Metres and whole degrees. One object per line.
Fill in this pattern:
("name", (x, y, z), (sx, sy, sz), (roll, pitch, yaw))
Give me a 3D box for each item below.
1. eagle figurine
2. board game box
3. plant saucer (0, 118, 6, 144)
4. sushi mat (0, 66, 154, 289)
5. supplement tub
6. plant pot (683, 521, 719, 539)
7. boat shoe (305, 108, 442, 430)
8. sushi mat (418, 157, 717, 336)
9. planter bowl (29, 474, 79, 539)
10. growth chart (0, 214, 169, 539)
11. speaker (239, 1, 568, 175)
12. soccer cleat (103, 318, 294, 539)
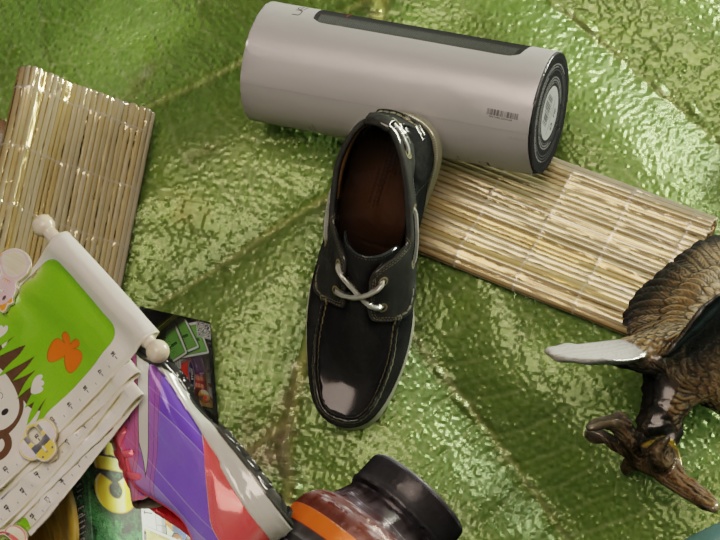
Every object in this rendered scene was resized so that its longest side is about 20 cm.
("eagle figurine", (0.223, 0.042, 1.629), (0.152, 0.151, 0.200), (33, 84, 30))
("board game box", (-0.129, 0.116, 1.652), (0.105, 0.023, 0.200), (12, 59, -36))
("plant saucer", (-0.291, -0.027, 1.764), (0.200, 0.037, 0.201), (-2, 65, 5))
("sushi mat", (-0.192, -0.027, 1.735), (0.095, 0.012, 0.200), (18, 65, -20))
("supplement tub", (-0.030, 0.203, 1.592), (0.107, 0.107, 0.200), (36, 74, 20))
("plant pot", (0.227, 0.226, 1.507), (0.161, 0.201, 0.201), (-39, 67, -22))
("boat shoe", (0.000, 0.000, 1.671), (0.072, 0.068, 0.201), (12, 95, 12))
("sushi mat", (0.118, -0.027, 1.729), (0.200, 0.012, 0.096), (21, 69, 15))
("planter bowl", (-0.255, 0.184, 1.634), (0.200, 0.083, 0.201), (-5, 63, 9))
("growth chart", (-0.201, 0.079, 1.592), (0.145, 0.018, 0.200), (36, 93, 26))
("speaker", (0.026, -0.116, 1.733), (0.200, 0.081, 0.081), (12, 67, 19))
("soccer cleat", (-0.121, 0.096, 1.591), (0.073, 0.068, 0.200), (-39, 64, -4))
